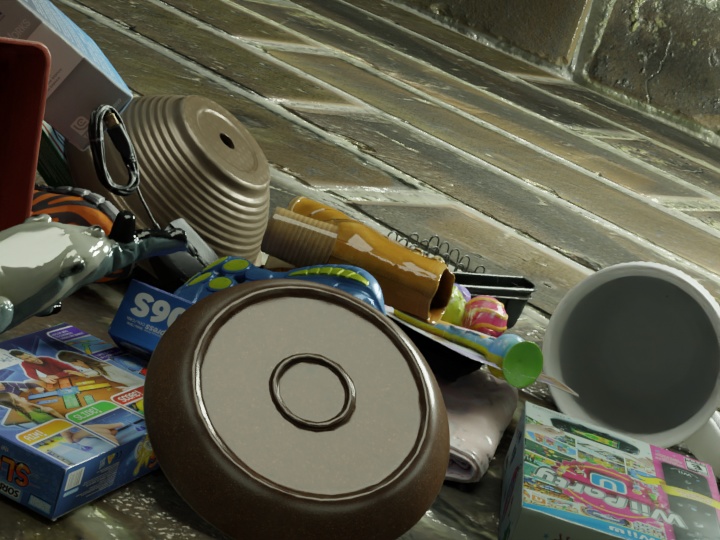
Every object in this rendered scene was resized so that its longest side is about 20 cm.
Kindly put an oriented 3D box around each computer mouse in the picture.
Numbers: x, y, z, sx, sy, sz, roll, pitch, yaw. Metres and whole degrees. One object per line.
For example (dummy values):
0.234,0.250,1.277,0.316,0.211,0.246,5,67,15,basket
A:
-0.151,-0.041,1.308,0.034,0.201,0.059,-7,33,38,computer mouse

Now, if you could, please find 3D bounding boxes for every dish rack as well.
0.049,-0.002,1.597,0.153,0.055,0.200,5,20,-41,dish rack

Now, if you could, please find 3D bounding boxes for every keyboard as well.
-0.006,0.039,1.341,0.199,0.021,0.127,23,13,19,keyboard

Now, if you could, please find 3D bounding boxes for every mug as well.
0.248,0.087,1.395,0.200,0.147,0.175,52,11,8,mug

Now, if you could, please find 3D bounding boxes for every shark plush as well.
-0.212,0.001,1.108,0.200,0.083,0.091,-32,63,-31,shark plush

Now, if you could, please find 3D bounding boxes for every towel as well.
0.020,0.091,1.293,0.190,0.032,0.200,21,17,9,towel

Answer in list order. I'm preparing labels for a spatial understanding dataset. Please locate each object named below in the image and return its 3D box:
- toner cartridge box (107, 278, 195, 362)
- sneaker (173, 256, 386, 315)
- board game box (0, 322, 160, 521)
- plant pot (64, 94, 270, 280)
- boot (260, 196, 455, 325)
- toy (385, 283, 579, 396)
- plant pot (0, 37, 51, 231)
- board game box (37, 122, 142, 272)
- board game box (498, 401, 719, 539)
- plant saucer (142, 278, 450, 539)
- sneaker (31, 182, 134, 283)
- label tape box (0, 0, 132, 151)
-0.067,0.073,1.156,0.199,0.043,0.095,21,-15,11,toner cartridge box
-0.064,0.039,1.214,0.199,0.083,0.071,4,37,37,sneaker
-0.188,0.087,1.058,0.135,0.035,0.200,23,16,19,board game box
-0.142,-0.080,1.420,0.201,0.093,0.201,39,25,-22,plant pot
0.000,-0.001,1.295,0.143,0.071,0.201,23,0,1,boot
0.084,0.039,1.338,0.115,0.047,0.200,20,8,-29,toy
-0.357,-0.077,1.178,0.199,0.201,0.176,2,9,-45,plant pot
-0.227,-0.091,1.442,0.200,0.029,0.135,55,22,3,board game box
0.168,0.169,1.134,0.147,0.065,0.200,18,16,1,board game box
-0.034,0.082,1.052,0.199,0.035,0.201,9,53,-13,plant saucer
-0.277,-0.030,1.318,0.199,0.078,0.112,20,23,26,sneaker
-0.279,-0.195,1.304,0.200,0.066,0.143,39,6,-33,label tape box
